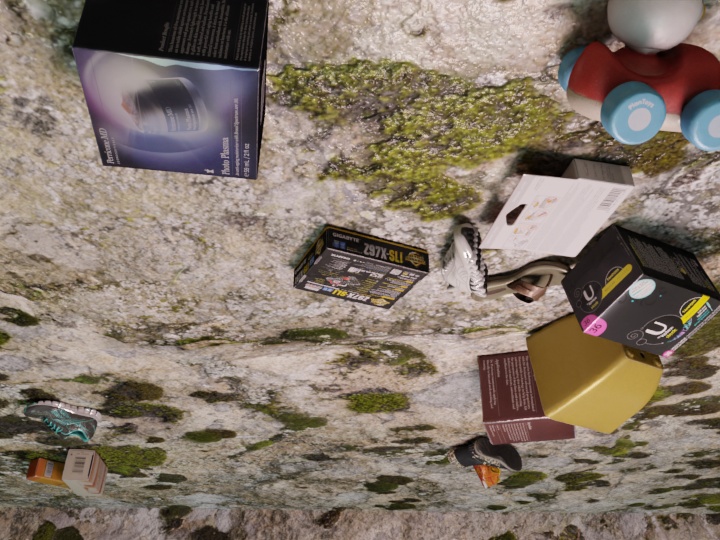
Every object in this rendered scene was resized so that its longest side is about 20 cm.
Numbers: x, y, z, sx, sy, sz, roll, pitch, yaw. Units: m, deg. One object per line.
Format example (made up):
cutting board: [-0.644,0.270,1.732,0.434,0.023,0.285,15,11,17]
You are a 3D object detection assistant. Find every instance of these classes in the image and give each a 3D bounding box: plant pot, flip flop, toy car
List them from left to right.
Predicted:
flip flop: [0.299,0.034,1.343,0.200,0.058,0.081,-16,146,25]
plant pot: [0.494,0.191,1.489,0.195,0.195,0.200,19,136,-28]
toy car: [0.331,-0.259,0.791,0.176,0.185,0.200,4,121,-6]

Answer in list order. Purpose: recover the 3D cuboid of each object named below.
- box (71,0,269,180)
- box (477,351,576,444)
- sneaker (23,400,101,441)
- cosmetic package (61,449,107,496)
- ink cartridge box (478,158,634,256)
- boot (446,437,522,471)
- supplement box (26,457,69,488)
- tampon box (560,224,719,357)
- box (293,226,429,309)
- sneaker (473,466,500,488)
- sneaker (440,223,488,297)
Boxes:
box: [-0.214,-0.218,0.865,0.198,0.124,0.200,5,149,-5]
box: [0.382,0.293,1.672,0.199,0.166,0.164,-7,148,14]
sneaker: [-0.800,0.407,1.946,0.200,0.091,0.078,17,145,-25]
cosmetic package: [-0.893,0.660,2.363,0.087,0.104,0.200,4,150,-4]
ink cartridge box: [0.298,-0.097,1.137,0.176,0.045,0.200,6,148,-10]
boot: [0.384,0.578,2.245,0.203,0.074,0.154,28,142,-28]
supplement box: [-1.011,0.687,2.446,0.066,0.069,0.200,-23,141,35]
tampon box: [0.482,0.038,1.248,0.200,0.126,0.150,16,129,-23]
box: [0.000,0.000,1.299,0.199,0.049,0.160,13,149,-21]
sneaker: [0.422,0.663,2.409,0.077,0.073,0.200,-27,149,2]
sneaker: [0.175,-0.012,1.261,0.081,0.075,0.200,1,150,16]
